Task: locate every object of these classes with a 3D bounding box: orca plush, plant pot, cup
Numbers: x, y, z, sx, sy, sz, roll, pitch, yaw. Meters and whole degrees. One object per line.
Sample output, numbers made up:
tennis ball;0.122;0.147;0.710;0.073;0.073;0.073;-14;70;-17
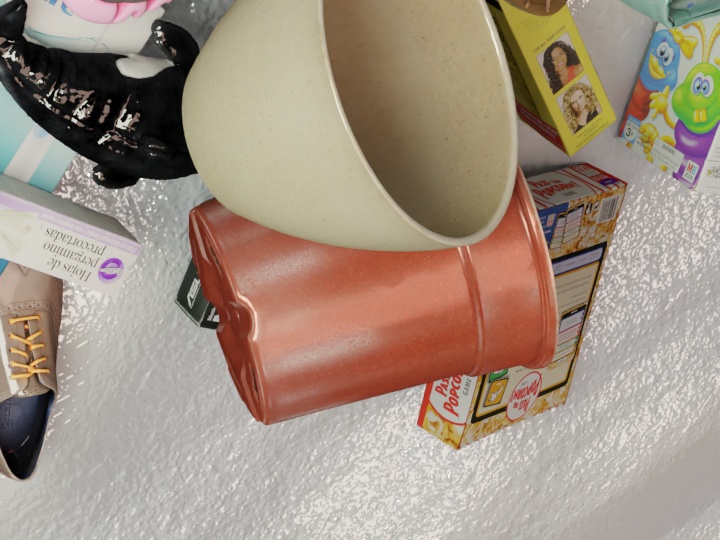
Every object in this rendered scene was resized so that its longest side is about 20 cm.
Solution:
orca plush;-0.130;-0.096;1.043;0.106;0.071;0.200;-51;135;0
plant pot;0.000;0.000;1.178;0.193;0.201;0.203;-18;127;-12
cup;-0.019;-0.098;1.044;0.200;0.142;0.203;27;57;-49

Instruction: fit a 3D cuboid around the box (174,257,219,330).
box;-0.013;-0.042;1.290;0.192;0.048;0.202;11;110;-36

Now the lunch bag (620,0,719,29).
lunch bag;0.220;-0.267;1.232;0.200;0.170;0.122;-46;142;-3

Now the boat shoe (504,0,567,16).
boat shoe;0.051;-0.229;1.132;0.199;0.072;0.073;30;89;-32

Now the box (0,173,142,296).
box;-0.216;-0.035;1.037;0.199;0.041;0.039;22;104;-44

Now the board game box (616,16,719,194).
board game box;0.296;-0.170;1.391;0.104;0.103;0.202;3;115;-36

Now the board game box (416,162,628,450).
board game box;0.127;0.026;1.401;0.151;0.046;0.202;-15;126;-48

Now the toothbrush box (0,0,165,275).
toothbrush box;-0.234;-0.116;1.061;0.146;0.085;0.201;26;100;-43

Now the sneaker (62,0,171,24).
sneaker;-0.078;-0.200;1.017;0.199;0.095;0.080;-29;91;-34

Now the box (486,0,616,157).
box;0.116;-0.177;1.282;0.050;0.075;0.201;-38;133;-6

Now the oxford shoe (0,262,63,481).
oxford shoe;-0.219;0.043;1.175;0.071;0.073;0.202;-10;121;-30
